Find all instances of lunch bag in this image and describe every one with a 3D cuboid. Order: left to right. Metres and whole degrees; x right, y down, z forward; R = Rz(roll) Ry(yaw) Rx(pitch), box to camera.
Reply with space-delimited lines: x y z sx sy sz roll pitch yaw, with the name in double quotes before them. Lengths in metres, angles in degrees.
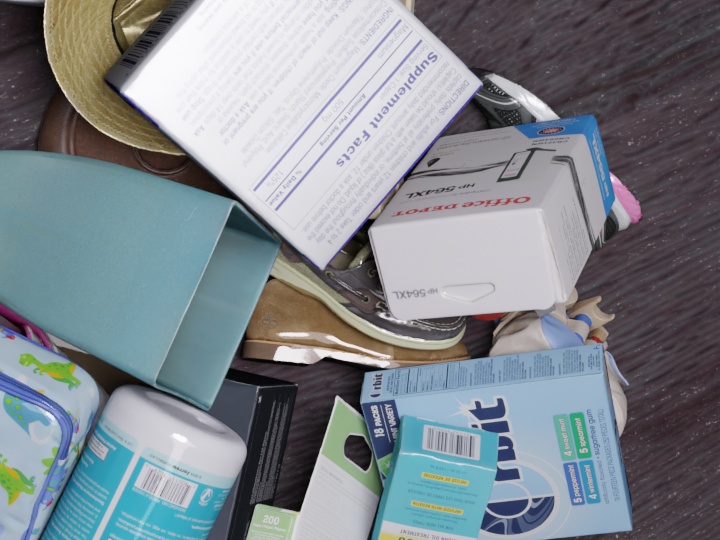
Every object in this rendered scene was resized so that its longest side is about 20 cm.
"lunch bag" -0.294 0.136 1.300 0.161 0.082 0.200 27 119 1

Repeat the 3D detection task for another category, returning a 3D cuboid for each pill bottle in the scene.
"pill bottle" -0.172 0.193 1.297 0.111 0.111 0.200 26 93 -17

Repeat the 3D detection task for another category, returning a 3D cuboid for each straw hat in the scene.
"straw hat" -0.147 -0.184 1.348 0.201 0.085 0.201 -3 101 -15

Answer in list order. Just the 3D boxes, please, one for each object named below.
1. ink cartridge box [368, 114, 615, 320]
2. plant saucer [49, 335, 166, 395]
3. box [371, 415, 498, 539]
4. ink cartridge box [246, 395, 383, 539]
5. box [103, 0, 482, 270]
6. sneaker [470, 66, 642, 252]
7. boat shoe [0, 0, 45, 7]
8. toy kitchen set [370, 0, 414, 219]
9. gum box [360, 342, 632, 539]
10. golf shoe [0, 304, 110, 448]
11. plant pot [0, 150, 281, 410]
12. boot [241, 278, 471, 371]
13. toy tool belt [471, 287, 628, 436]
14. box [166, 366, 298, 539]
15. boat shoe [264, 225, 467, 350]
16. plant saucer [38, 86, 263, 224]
"ink cartridge box" 0.109 -0.044 1.414 0.146 0.200 0.084 -7 112 22
"plant saucer" -0.219 0.035 1.439 0.200 0.029 0.200 -1 93 -17
"box" 0.054 0.216 1.463 0.082 0.049 0.200 11 125 -1
"ink cartridge box" -0.039 0.216 1.457 0.048 0.146 0.200 7 71 24
"box" -0.050 -0.137 1.283 0.200 0.105 0.184 42 87 -18
"sneaker" 0.153 -0.088 1.527 0.200 0.080 0.086 44 91 -10
"boat shoe" -0.303 -0.246 1.375 0.200 0.072 0.066 7 96 -10
"toy kitchen set" -0.039 -0.159 1.459 0.180 0.163 0.200 6 101 14
"gum box" 0.115 0.152 1.469 0.200 0.045 0.170 -7 123 12
"golf shoe" -0.254 0.083 1.361 0.200 0.091 0.075 39 67 -24
"plant pot" -0.189 -0.007 1.308 0.200 0.141 0.142 22 84 15
"boot" 0.002 0.048 1.493 0.200 0.074 0.076 8 81 -16
"toy tool belt" 0.160 0.065 1.531 0.125 0.123 0.200 -29 100 26
"box" -0.120 0.181 1.414 0.079 0.141 0.200 12 89 9
"boat shoe" 0.000 0.000 1.453 0.200 0.065 0.073 24 47 0
"plant saucer" -0.158 -0.098 1.416 0.200 0.034 0.201 2 78 -7
